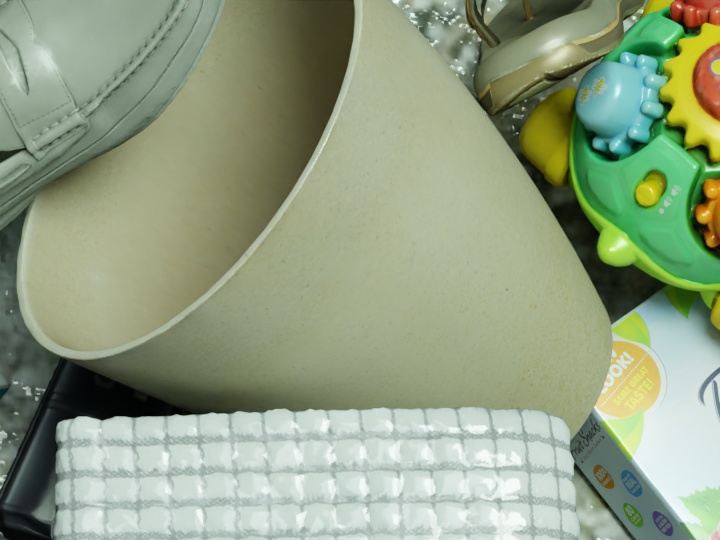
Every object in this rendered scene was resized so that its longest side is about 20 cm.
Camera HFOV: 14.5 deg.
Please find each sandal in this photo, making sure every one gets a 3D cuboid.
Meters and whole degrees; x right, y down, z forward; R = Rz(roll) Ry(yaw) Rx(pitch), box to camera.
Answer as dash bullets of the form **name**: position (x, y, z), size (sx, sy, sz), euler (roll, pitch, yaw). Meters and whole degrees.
- **sandal**: position (0.072, -0.110, 1.168), size (0.080, 0.200, 0.054), euler (-32, 96, 12)

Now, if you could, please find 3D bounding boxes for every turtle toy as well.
- **turtle toy**: position (0.167, -0.074, 1.162), size (0.146, 0.101, 0.200), euler (41, 74, 16)

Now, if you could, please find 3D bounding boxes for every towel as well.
- **towel**: position (-0.016, 0.140, 1.041), size (0.199, 0.086, 0.166), euler (-3, 72, 1)

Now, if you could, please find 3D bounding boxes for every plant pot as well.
- **plant pot**: position (0.000, 0.000, 1.112), size (0.200, 0.187, 0.188), euler (36, 61, -32)

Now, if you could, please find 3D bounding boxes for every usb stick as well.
- **usb stick**: position (-0.091, 0.029, 1.163), size (0.055, 0.033, 0.200), euler (23, 66, -1)

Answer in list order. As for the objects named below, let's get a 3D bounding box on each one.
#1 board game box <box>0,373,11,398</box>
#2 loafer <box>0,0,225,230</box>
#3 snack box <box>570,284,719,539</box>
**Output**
- **board game box**: position (-0.238, -0.006, 1.079), size (0.200, 0.151, 0.047), euler (44, 97, 7)
- **loafer**: position (-0.130, -0.067, 1.076), size (0.070, 0.200, 0.070), euler (0, 53, -57)
- **snack box**: position (0.194, 0.050, 1.204), size (0.200, 0.053, 0.142), euler (-34, 77, -22)
